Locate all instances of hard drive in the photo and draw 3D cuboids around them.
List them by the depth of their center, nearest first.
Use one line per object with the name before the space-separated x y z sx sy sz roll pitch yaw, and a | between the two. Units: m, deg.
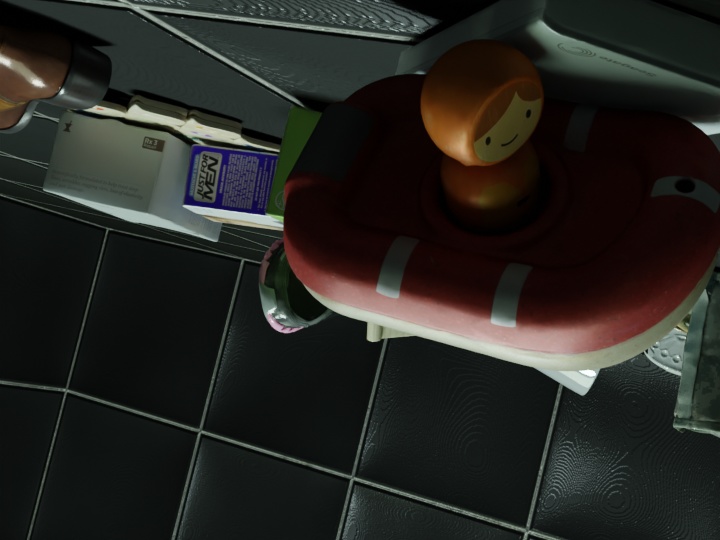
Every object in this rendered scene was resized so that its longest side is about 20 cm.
hard drive | 0.106 -0.091 0.615 0.131 0.027 0.200 15 176 -15

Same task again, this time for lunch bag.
lunch bag | 0.404 0.099 1.338 0.199 0.165 0.117 16 173 -29

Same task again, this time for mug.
mug | 0.348 0.125 2.294 0.152 0.150 0.187 22 170 3

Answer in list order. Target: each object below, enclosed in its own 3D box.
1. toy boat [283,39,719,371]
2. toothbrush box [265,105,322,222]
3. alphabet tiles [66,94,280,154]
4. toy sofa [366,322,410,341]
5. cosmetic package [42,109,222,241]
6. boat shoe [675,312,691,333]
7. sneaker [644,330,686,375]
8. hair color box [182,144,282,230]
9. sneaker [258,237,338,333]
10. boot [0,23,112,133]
toy boat | 0.058 -0.044 0.564 0.199 0.131 0.131 13 148 20
toothbrush box | 0.046 -0.053 0.982 0.199 0.087 0.146 15 179 11
alphabet tiles | -0.170 -0.132 1.190 0.195 0.015 0.200 12 177 -15
toy sofa | 0.000 0.000 1.409 0.097 0.083 0.200 -4 -158 -15
cosmetic package | -0.208 -0.088 1.249 0.112 0.082 0.200 13 178 15
boat shoe | 0.269 0.014 1.374 0.199 0.063 0.073 14 177 -2
sneaker | 0.566 0.147 2.185 0.199 0.081 0.146 8 172 5
hair color box | -0.054 -0.068 1.212 0.199 0.065 0.109 9 176 11
sneaker | -0.002 0.002 1.076 0.095 0.079 0.200 -6 -173 36
boot | -0.305 -0.156 0.907 0.199 0.069 0.188 18 175 -42
